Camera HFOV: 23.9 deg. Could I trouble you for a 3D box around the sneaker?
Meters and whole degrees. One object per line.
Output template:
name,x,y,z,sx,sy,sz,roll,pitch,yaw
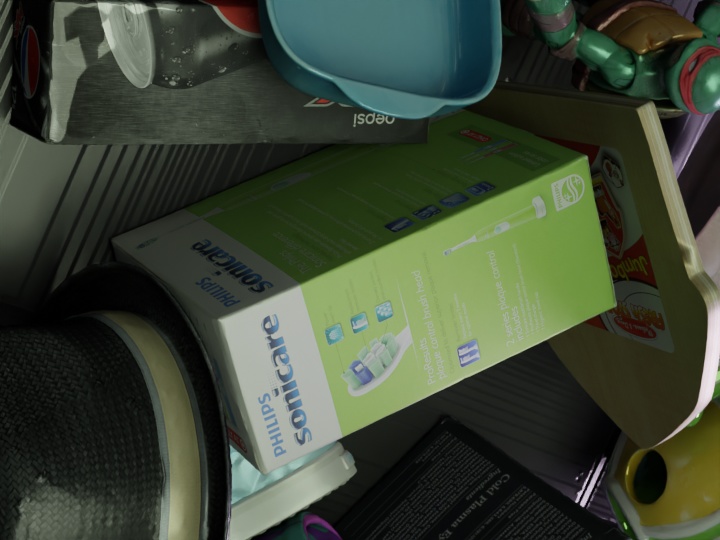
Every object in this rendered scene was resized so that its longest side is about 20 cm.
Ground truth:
sneaker,-0.106,0.118,0.871,0.200,0.074,0.082,-28,86,-13

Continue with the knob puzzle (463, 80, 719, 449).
knob puzzle,0.130,-0.002,0.872,0.030,0.220,0.220,-25,115,-20

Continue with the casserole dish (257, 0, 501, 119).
casserole dish,0.004,-0.151,0.804,0.121,0.039,0.200,10,62,-22

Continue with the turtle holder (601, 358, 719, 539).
turtle holder,0.212,0.120,0.975,0.131,0.186,0.141,-26,73,0

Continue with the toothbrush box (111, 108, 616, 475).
toothbrush box,0.000,0.000,0.836,0.200,0.146,0.086,-23,115,-21

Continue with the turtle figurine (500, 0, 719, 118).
turtle figurine,0.133,-0.125,0.834,0.149,0.200,0.101,-4,112,-29

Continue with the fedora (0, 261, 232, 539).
fedora,-0.141,0.094,0.757,0.091,0.200,0.201,5,103,-42

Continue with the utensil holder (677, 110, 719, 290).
utensil holder,0.281,-0.018,0.919,0.200,0.170,0.170,30,90,-1

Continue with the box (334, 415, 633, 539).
box,0.106,0.206,0.931,0.104,0.182,0.200,-44,119,-10

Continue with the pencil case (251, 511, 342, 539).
pencil case,-0.084,0.208,0.866,0.200,0.093,0.085,-31,162,0

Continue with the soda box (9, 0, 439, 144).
soda box,-0.064,-0.099,0.820,0.200,0.063,0.071,-3,106,-28
